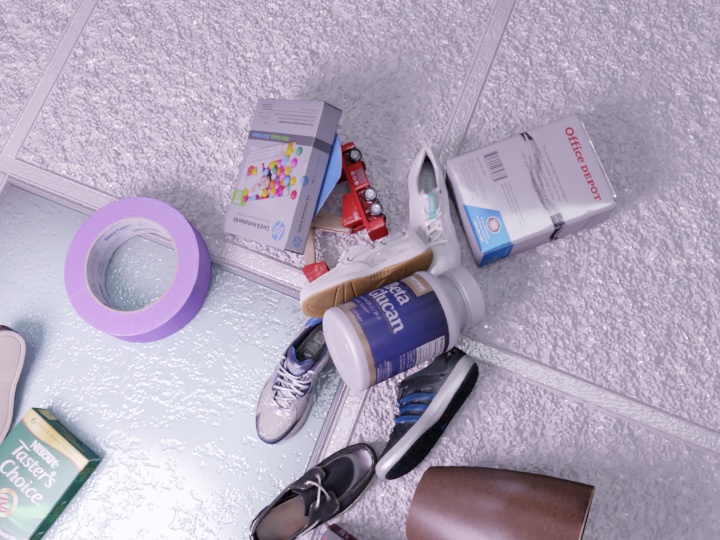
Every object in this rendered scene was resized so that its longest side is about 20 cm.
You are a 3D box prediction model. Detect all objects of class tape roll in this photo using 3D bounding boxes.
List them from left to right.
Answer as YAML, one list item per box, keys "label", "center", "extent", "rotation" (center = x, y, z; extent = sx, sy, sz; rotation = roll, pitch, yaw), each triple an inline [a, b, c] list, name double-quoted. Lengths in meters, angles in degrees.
- label: "tape roll"
  center: [-0.320, -0.001, 1.012]
  extent: [0.196, 0.066, 0.204]
  rotation: [-1, 75, 5]

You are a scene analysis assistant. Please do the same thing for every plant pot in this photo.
- label: "plant pot"
  center: [0.162, 0.320, 0.848]
  extent: [0.197, 0.187, 0.190]
  rotation: [15, 76, 23]

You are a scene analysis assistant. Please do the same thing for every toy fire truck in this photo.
- label: "toy fire truck"
  center: [-0.035, -0.075, 1.016]
  extent: [0.139, 0.049, 0.203]
  rotation: [-22, 72, 2]

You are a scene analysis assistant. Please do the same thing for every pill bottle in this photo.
- label: "pill bottle"
  center: [0.059, 0.068, 0.907]
  extent: [0.197, 0.111, 0.112]
  rotation: [-22, 74, -20]

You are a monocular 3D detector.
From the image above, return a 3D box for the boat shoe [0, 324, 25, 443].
- label: "boat shoe"
  center: [-0.529, 0.177, 0.984]
  extent: [0.059, 0.071, 0.203]
  rotation: [16, 89, 49]

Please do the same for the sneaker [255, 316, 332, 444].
- label: "sneaker"
  center: [-0.089, 0.138, 0.947]
  extent: [0.076, 0.085, 0.202]
  rotation: [26, 79, 10]

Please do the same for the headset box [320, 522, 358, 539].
- label: "headset box"
  center: [-0.012, 0.429, 0.870]
  extent: [0.198, 0.077, 0.150]
  rotation: [30, 79, 12]

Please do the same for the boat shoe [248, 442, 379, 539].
- label: "boat shoe"
  center: [-0.058, 0.298, 0.914]
  extent: [0.198, 0.068, 0.072]
  rotation: [-34, 74, -6]

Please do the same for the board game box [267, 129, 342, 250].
- label: "board game box"
  center: [-0.084, -0.124, 1.006]
  extent: [0.201, 0.039, 0.158]
  rotation: [-56, 48, 19]

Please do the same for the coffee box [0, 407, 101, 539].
- label: "coffee box"
  center: [-0.466, 0.304, 0.954]
  extent: [0.122, 0.044, 0.201]
  rotation: [36, 81, 12]

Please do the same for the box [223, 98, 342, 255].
- label: "box"
  center: [-0.113, -0.136, 0.980]
  extent: [0.155, 0.041, 0.204]
  rotation: [17, 92, 45]

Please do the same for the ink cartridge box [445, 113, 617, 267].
- label: "ink cartridge box"
  center: [0.236, -0.111, 0.986]
  extent: [0.197, 0.084, 0.147]
  rotation: [-19, 75, 0]

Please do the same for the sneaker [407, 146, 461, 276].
- label: "sneaker"
  center: [0.099, -0.076, 0.986]
  extent: [0.074, 0.089, 0.204]
  rotation: [-9, 75, 1]

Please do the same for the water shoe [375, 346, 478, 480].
- label: "water shoe"
  center: [0.077, 0.188, 0.940]
  extent: [0.078, 0.072, 0.200]
  rotation: [33, 75, 33]

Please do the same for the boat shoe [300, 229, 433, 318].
- label: "boat shoe"
  center: [0.000, 0.000, 0.943]
  extent: [0.197, 0.071, 0.070]
  rotation: [-22, 58, -20]
